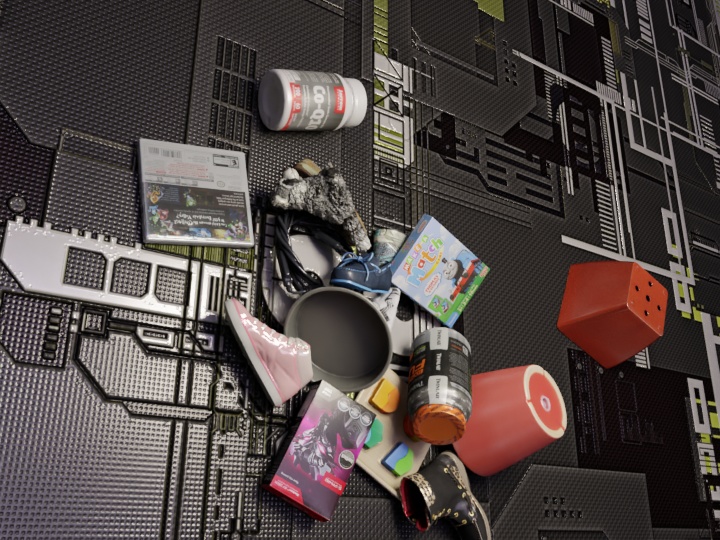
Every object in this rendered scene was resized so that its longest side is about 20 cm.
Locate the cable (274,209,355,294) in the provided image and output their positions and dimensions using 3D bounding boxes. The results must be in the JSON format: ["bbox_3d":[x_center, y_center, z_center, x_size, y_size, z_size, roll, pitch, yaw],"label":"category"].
[{"bbox_3d":[-0.082,-0.037,1.293,0.161,0.051,0.202,0,58,-30],"label":"cable"}]

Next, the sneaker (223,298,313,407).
[{"bbox_3d":[-0.149,0.121,1.182,0.104,0.075,0.202,-30,99,-15],"label":"sneaker"}]

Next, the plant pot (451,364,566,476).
[{"bbox_3d":[0.289,0.281,1.359,0.199,0.176,0.202,30,46,-36],"label":"plant pot"}]

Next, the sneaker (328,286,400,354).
[{"bbox_3d":[0.009,0.079,1.318,0.113,0.076,0.200,14,28,4],"label":"sneaker"}]

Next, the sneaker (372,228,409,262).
[{"bbox_3d":[0.104,-0.017,1.442,0.198,0.077,0.087,20,82,-27],"label":"sneaker"}]

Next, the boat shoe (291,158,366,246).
[{"bbox_3d":[-0.052,-0.140,1.370,0.201,0.071,0.076,51,38,-11],"label":"boat shoe"}]

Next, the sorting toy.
[{"bbox_3d":[0.060,0.296,1.308,0.185,0.036,0.201,43,54,-15],"label":"sorting toy"}]

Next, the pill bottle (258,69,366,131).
[{"bbox_3d":[-0.092,-0.334,1.377,0.198,0.114,0.115,-8,78,-36],"label":"pill bottle"}]

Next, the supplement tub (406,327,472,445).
[{"bbox_3d":[0.149,0.216,1.311,0.122,0.122,0.201,35,35,-20],"label":"supplement tub"}]

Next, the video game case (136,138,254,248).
[{"bbox_3d":[-0.288,-0.132,1.225,0.198,0.023,0.184,2,72,-36],"label":"video game case"}]

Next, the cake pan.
[{"bbox_3d":[-0.037,0.117,1.218,0.201,0.199,0.037,53,24,-7],"label":"cake pan"}]

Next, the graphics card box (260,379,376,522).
[{"bbox_3d":[-0.068,0.305,1.188,0.125,0.051,0.201,35,63,-14],"label":"graphics card box"}]

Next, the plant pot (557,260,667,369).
[{"bbox_3d":[0.625,0.091,1.693,0.199,0.176,0.201,36,57,-19],"label":"plant pot"}]

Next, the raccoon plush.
[{"bbox_3d":[-0.077,-0.101,1.271,0.133,0.097,0.202,-28,90,-7],"label":"raccoon plush"}]

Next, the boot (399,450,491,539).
[{"bbox_3d":[0.156,0.446,1.283,0.150,0.073,0.202,-5,72,-49],"label":"boot"}]

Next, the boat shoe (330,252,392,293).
[{"bbox_3d":[0.000,0.000,1.251,0.200,0.083,0.070,9,92,-72],"label":"boat shoe"}]

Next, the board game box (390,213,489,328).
[{"bbox_3d":[0.157,0.004,1.415,0.199,0.037,0.152,36,87,-32],"label":"board game box"}]
